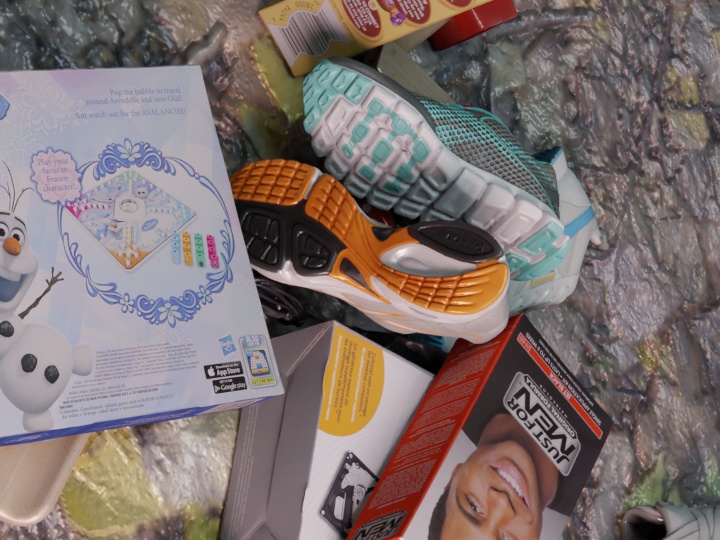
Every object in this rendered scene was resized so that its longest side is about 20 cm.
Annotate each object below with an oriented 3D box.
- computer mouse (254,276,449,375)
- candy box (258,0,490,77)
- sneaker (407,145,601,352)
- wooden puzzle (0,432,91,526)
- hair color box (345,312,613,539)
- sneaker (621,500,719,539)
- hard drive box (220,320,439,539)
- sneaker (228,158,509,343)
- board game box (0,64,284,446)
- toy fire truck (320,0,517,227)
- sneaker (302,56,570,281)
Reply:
[{"bbox_3d":[-0.009,0.047,1.534,0.200,0.059,0.034,24,76,-36],"label":"computer mouse"},{"bbox_3d":[0.044,-0.194,1.560,0.117,0.200,0.056,-43,107,-43],"label":"candy box"},{"bbox_3d":[0.101,-0.001,1.644,0.081,0.076,0.200,57,47,-17],"label":"sneaker"},{"bbox_3d":[-0.222,0.016,1.341,0.200,0.046,0.185,41,51,-22],"label":"wooden puzzle"},{"bbox_3d":[0.071,0.130,1.462,0.102,0.061,0.200,49,45,-19],"label":"hair color box"},{"bbox_3d":[0.235,0.186,1.717,0.099,0.078,0.200,32,22,14],"label":"sneaker"},{"bbox_3d":[0.018,0.143,1.512,0.200,0.077,0.156,29,58,-36],"label":"hard drive box"},{"bbox_3d":[0.000,0.000,1.494,0.076,0.200,0.092,-60,157,-19],"label":"sneaker"},{"bbox_3d":[-0.151,-0.012,1.352,0.200,0.043,0.199,-6,78,-42],"label":"board game box"},{"bbox_3d":[0.041,-0.107,1.638,0.200,0.049,0.141,-22,91,-45],"label":"toy fire truck"},{"bbox_3d":[0.048,-0.076,1.560,0.200,0.078,0.091,37,36,-17],"label":"sneaker"}]
